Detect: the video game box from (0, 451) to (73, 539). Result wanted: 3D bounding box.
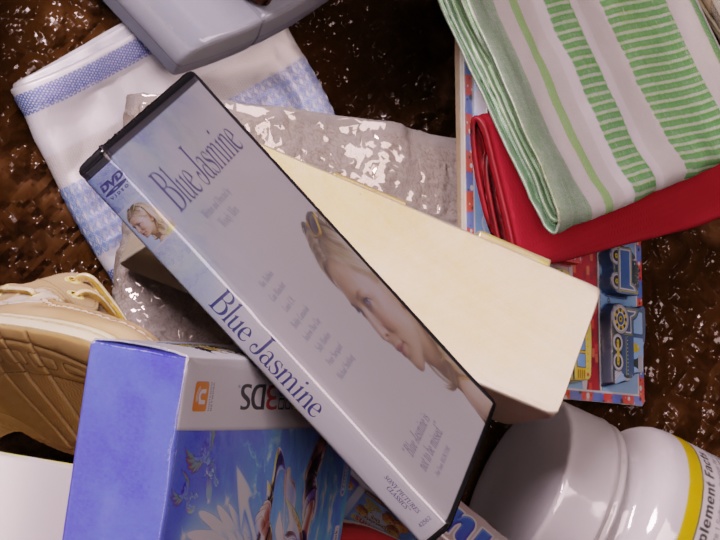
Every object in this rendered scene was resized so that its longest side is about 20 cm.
[{"bbox_3d":[-0.209,0.090,1.054,0.200,0.182,0.047,12,79,-22],"label":"video game box"}]

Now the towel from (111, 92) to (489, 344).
[{"bbox_3d":[-0.021,-0.008,1.207,0.200,0.034,0.133,7,81,-23],"label":"towel"}]

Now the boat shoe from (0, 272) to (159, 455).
[{"bbox_3d":[-0.132,0.032,1.088,0.069,0.200,0.074,-44,113,-28],"label":"boat shoe"}]

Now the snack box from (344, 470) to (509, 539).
[{"bbox_3d":[0.040,0.136,1.187,0.200,0.072,0.024,40,59,5],"label":"snack box"}]

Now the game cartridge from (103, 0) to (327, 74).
[{"bbox_3d":[-0.049,-0.190,1.224,0.133,0.042,0.200,45,66,7],"label":"game cartridge"}]

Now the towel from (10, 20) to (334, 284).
[{"bbox_3d":[-0.063,-0.037,1.222,0.147,0.024,0.200,-31,97,-23],"label":"towel"}]

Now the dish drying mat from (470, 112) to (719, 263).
[{"bbox_3d":[0.123,-0.050,1.267,0.200,0.018,0.077,-13,91,-49],"label":"dish drying mat"}]

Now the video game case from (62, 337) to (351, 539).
[{"bbox_3d":[-0.062,0.130,1.017,0.181,0.045,0.201,7,92,-67],"label":"video game case"}]

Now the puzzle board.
[{"bbox_3d":[0.098,-0.036,1.262,0.151,0.017,0.201,8,79,-51],"label":"puzzle board"}]

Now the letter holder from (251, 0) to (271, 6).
[{"bbox_3d":[-0.027,-0.248,1.153,0.100,0.142,0.200,30,67,-4],"label":"letter holder"}]

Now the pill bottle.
[{"bbox_3d":[0.158,0.146,1.249,0.200,0.114,0.115,26,74,-19],"label":"pill bottle"}]

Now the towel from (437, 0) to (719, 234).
[{"bbox_3d":[0.119,-0.109,1.257,0.200,0.023,0.153,-21,85,-52],"label":"towel"}]

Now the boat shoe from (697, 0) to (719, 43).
[{"bbox_3d":[0.217,-0.144,1.338,0.072,0.065,0.200,-20,92,-25],"label":"boat shoe"}]

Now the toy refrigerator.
[{"bbox_3d":[0.000,0.000,1.146,0.200,0.076,0.070,23,78,-11],"label":"toy refrigerator"}]

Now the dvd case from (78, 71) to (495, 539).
[{"bbox_3d":[-0.024,0.010,1.035,0.018,0.143,0.200,-41,96,20],"label":"dvd case"}]

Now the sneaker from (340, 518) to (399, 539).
[{"bbox_3d":[0.061,0.177,1.110,0.200,0.115,0.078,40,67,-19],"label":"sneaker"}]
